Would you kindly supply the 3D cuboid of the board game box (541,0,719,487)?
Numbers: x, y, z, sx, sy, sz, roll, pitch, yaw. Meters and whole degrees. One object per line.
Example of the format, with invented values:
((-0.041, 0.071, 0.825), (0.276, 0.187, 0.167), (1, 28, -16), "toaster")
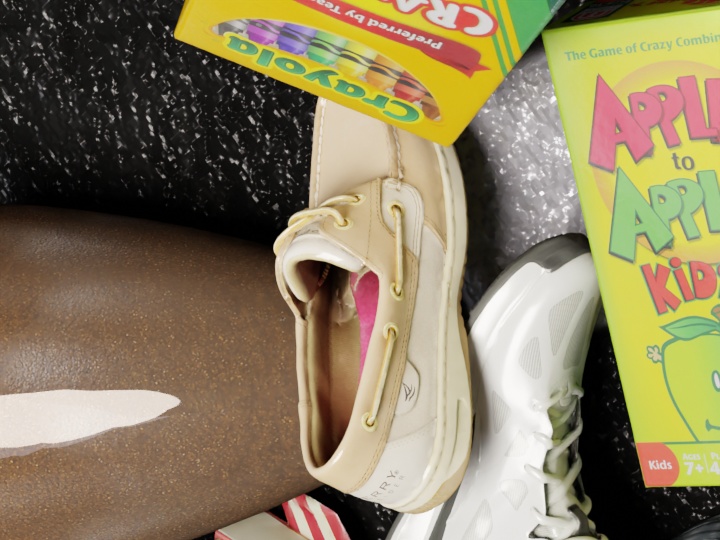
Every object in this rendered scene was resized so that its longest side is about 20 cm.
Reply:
((0.148, -0.013, 0.955), (0.101, 0.048, 0.201), (-4, 108, 33), "board game box")

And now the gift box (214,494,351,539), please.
((-0.055, 0.221, 1.104), (0.200, 0.186, 0.185), (34, 129, 39), "gift box")

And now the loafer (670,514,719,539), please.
((0.108, 0.179, 1.049), (0.073, 0.072, 0.200), (46, 127, 5), "loafer")

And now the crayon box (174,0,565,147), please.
((0.004, -0.114, 0.916), (0.127, 0.051, 0.200), (21, 158, -7), "crayon box")

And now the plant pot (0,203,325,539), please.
((-0.101, 0.052, 1.076), (0.199, 0.187, 0.187), (-5, 108, 18), "plant pot")

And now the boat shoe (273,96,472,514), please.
((0.000, 0.000, 0.984), (0.074, 0.069, 0.201), (-33, 55, 44), "boat shoe")

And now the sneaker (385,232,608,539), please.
((0.087, 0.091, 1.000), (0.115, 0.076, 0.201), (35, 118, 33), "sneaker")
